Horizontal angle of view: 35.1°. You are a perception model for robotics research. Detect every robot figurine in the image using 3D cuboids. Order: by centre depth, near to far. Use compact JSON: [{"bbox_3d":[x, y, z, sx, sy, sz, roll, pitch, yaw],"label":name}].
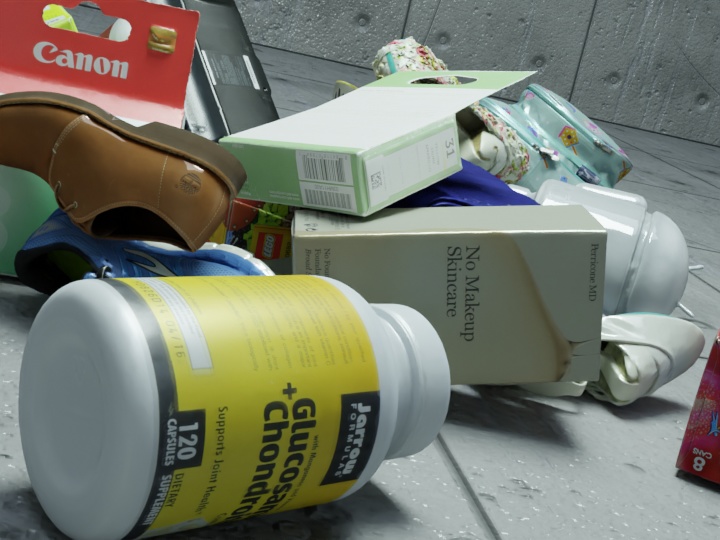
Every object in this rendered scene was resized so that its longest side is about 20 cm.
[{"bbox_3d":[0.210,-0.011,1.031,0.197,0.114,0.171,18,57,11],"label":"robot figurine"}]

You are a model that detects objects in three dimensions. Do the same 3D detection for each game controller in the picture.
[{"bbox_3d":[-0.120,-0.157,0.916,0.103,0.042,0.203,5,56,-48],"label":"game controller"}]

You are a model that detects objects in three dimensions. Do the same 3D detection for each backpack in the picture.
[{"bbox_3d":[0.174,-0.106,1.176,0.198,0.155,0.176,30,9,0],"label":"backpack"}]

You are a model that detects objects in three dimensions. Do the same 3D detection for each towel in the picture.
[{"bbox_3d":[0.061,-0.055,0.885,0.145,0.050,0.200,10,17,-30],"label":"towel"}]

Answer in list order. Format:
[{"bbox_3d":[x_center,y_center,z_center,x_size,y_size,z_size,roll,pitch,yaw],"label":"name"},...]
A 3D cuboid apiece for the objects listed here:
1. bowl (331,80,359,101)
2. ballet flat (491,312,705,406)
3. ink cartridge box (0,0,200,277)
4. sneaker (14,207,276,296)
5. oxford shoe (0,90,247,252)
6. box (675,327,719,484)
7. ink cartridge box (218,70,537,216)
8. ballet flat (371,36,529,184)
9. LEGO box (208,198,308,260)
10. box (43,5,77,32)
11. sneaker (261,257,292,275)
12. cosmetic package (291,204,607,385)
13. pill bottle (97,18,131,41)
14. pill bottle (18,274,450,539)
[{"bbox_3d":[0.023,-0.080,1.092,0.200,0.095,0.201,41,-3,2],"label":"bowl"},{"bbox_3d":[0.166,0.068,0.829,0.196,0.071,0.070,6,16,-13],"label":"ballet flat"},{"bbox_3d":[-0.202,-0.093,0.789,0.158,0.204,0.050,10,12,-12],"label":"ink cartridge box"},{"bbox_3d":[-0.132,0.022,0.718,0.197,0.080,0.089,19,34,17],"label":"sneaker"},{"bbox_3d":[-0.172,-0.060,0.707,0.197,0.072,0.072,15,-22,23],"label":"oxford shoe"},{"bbox_3d":[0.290,0.084,0.794,0.098,0.097,0.200,19,16,18],"label":"box"},{"bbox_3d":[0.017,-0.098,0.818,0.144,0.049,0.198,10,26,44],"label":"ink cartridge box"},{"bbox_3d":[0.082,-0.126,1.024,0.199,0.075,0.065,37,31,-29],"label":"ballet flat"},{"bbox_3d":[-0.077,-0.047,0.973,0.146,0.079,0.200,5,17,-25],"label":"LEGO box"},{"bbox_3d":[-0.226,-0.113,0.934,0.047,0.203,0.122,-23,26,-13],"label":"box"},{"bbox_3d":[0.000,0.000,0.871,0.197,0.082,0.076,1,21,-36],"label":"sneaker"},{"bbox_3d":[0.054,0.016,0.740,0.196,0.106,0.073,-2,16,-2],"label":"cosmetic package"},{"bbox_3d":[-0.204,-0.165,1.034,0.198,0.114,0.111,-28,-11,33],"label":"pill bottle"},{"bbox_3d":[-0.052,0.059,0.544,0.198,0.114,0.111,-1,20,-42],"label":"pill bottle"}]
